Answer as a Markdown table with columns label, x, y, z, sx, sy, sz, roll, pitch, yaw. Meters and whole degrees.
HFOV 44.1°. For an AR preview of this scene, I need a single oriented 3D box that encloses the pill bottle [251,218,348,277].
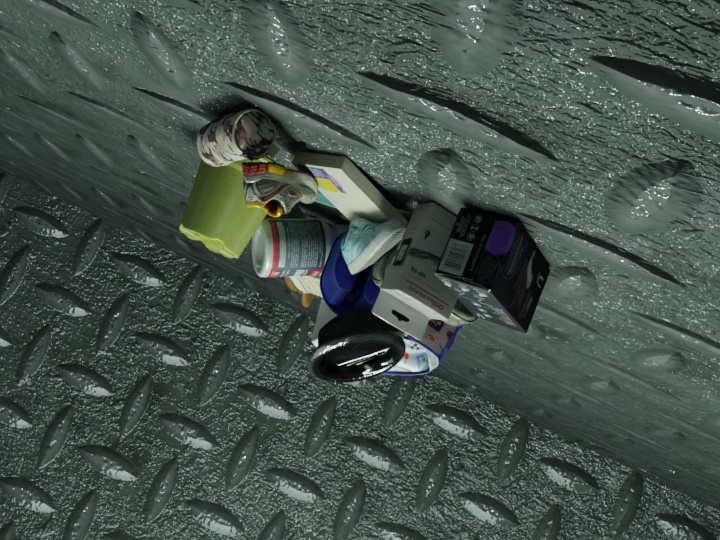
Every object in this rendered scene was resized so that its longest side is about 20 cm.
| label | x | y | z | sx | sy | sz | roll | pitch | yaw |
| --- | --- | --- | --- | --- | --- | --- | --- | --- | --- |
| pill bottle | -0.118 | -0.049 | 1.846 | 0.196 | 0.123 | 0.119 | -1 | 180 | -22 |

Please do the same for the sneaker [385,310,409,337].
| label | x | y | z | sx | sy | sz | roll | pitch | yaw |
| --- | --- | --- | --- | --- | --- | --- | --- | --- | --- |
| sneaker | 0.122 | 0.052 | 1.758 | 0.074 | 0.198 | 0.088 | 48 | 167 | 34 |

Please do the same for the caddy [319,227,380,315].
| label | x | y | z | sx | sy | sz | roll | pitch | yaw |
| --- | --- | --- | --- | --- | --- | --- | --- | --- | --- |
| caddy | 0.000 | 0.000 | 1.776 | 0.139 | 0.203 | 0.105 | 25 | 153 | -8 |

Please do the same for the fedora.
| label | x | y | z | sx | sy | sz | roll | pitch | yaw |
| --- | --- | --- | --- | --- | --- | --- | --- | --- | --- |
| fedora | -0.013 | 0.138 | 1.723 | 0.196 | 0.093 | 0.202 | -7 | 146 | -5 |

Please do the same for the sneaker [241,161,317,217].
| label | x | y | z | sx | sy | sz | roll | pitch | yaw |
| --- | --- | --- | --- | --- | --- | --- | --- | --- | --- |
| sneaker | -0.139 | -0.130 | 1.496 | 0.076 | 0.084 | 0.199 | 4 | 180 | 29 |

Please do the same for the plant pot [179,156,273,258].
| label | x | y | z | sx | sy | sz | roll | pitch | yaw |
| --- | --- | --- | --- | --- | --- | --- | --- | --- | --- |
| plant pot | -0.259 | -0.134 | 1.741 | 0.197 | 0.187 | 0.201 | 25 | 169 | 5 |

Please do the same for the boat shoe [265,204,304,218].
| label | x | y | z | sx | sy | sz | roll | pitch | yaw |
| --- | --- | --- | --- | --- | --- | --- | --- | --- | --- |
| boat shoe | -0.210 | -0.143 | 1.891 | 0.197 | 0.076 | 0.062 | 23 | -179 | -12 |

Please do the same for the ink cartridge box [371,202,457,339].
| label | x | y | z | sx | sy | sz | roll | pitch | yaw |
| --- | --- | --- | --- | --- | --- | --- | --- | --- | --- |
| ink cartridge box | 0.112 | 0.004 | 1.484 | 0.115 | 0.203 | 0.066 | 29 | 168 | -23 |

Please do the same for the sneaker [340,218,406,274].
| label | x | y | z | sx | sy | sz | roll | pitch | yaw |
| --- | --- | --- | --- | --- | --- | --- | --- | --- | --- |
| sneaker | 0.010 | -0.059 | 1.571 | 0.083 | 0.073 | 0.200 | 58 | 148 | 5 |

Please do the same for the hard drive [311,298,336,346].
| label | x | y | z | sx | sy | sz | roll | pitch | yaw |
| --- | --- | --- | --- | --- | --- | --- | --- | --- | --- |
| hard drive | -0.011 | 0.076 | 1.881 | 0.198 | 0.133 | 0.026 | -26 | 122 | 29 |

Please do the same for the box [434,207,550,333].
| label | x | y | z | sx | sy | sz | roll | pitch | yaw |
| --- | --- | --- | --- | --- | --- | --- | --- | --- | --- |
| box | 0.218 | 0.002 | 1.440 | 0.105 | 0.124 | 0.200 | 17 | 166 | 33 |

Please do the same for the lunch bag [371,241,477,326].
| label | x | y | z | sx | sy | sz | roll | pitch | yaw |
| --- | --- | --- | --- | --- | --- | --- | --- | --- | --- |
| lunch bag | 0.124 | 0.009 | 1.641 | 0.197 | 0.142 | 0.167 | 27 | 164 | -14 |

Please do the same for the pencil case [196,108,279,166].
| label | x | y | z | sx | sy | sz | roll | pitch | yaw |
| --- | --- | --- | --- | --- | --- | --- | --- | --- | --- |
| pencil case | -0.212 | -0.219 | 1.507 | 0.090 | 0.078 | 0.199 | 56 | 158 | -19 |

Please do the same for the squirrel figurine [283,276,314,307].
| label | x | y | z | sx | sy | sz | roll | pitch | yaw |
| --- | --- | --- | --- | --- | --- | --- | --- | --- | --- |
| squirrel figurine | -0.172 | -0.038 | 2.228 | 0.185 | 0.142 | 0.201 | 32 | 159 | 25 |

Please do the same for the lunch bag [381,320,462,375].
| label | x | y | z | sx | sy | sz | roll | pitch | yaw |
| --- | --- | --- | --- | --- | --- | --- | --- | --- | --- |
| lunch bag | 0.103 | 0.134 | 1.879 | 0.196 | 0.170 | 0.126 | 5 | 121 | 27 |

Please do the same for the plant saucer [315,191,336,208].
| label | x | y | z | sx | sy | sz | roll | pitch | yaw |
| --- | --- | --- | --- | --- | --- | --- | --- | --- | --- |
| plant saucer | -0.047 | -0.135 | 1.695 | 0.197 | 0.019 | 0.070 | 21 | 168 | 32 |

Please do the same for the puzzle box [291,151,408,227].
| label | x | y | z | sx | sy | sz | roll | pitch | yaw |
| --- | --- | --- | --- | --- | --- | --- | --- | --- | --- |
| puzzle box | -0.017 | -0.135 | 1.550 | 0.132 | 0.026 | 0.200 | 15 | 159 | 45 |

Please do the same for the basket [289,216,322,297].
| label | x | y | z | sx | sy | sz | roll | pitch | yaw |
| --- | --- | --- | --- | --- | --- | --- | --- | --- | --- |
| basket | -0.077 | -0.017 | 2.022 | 0.121 | 0.138 | 0.200 | 19 | 168 | 9 |
